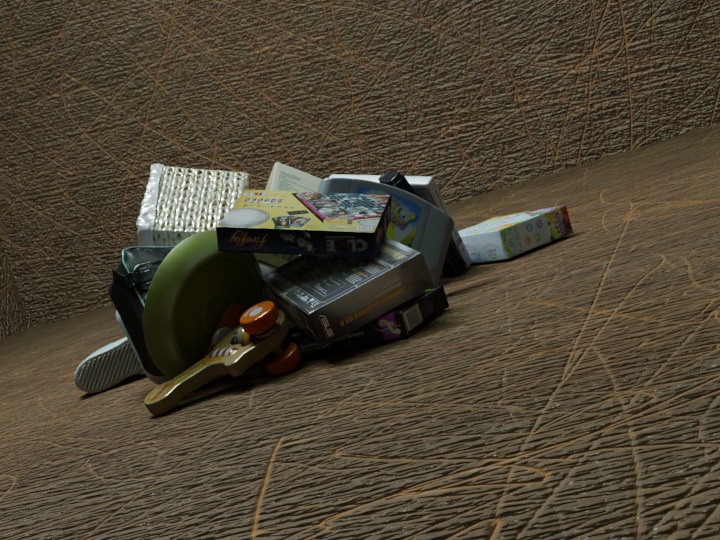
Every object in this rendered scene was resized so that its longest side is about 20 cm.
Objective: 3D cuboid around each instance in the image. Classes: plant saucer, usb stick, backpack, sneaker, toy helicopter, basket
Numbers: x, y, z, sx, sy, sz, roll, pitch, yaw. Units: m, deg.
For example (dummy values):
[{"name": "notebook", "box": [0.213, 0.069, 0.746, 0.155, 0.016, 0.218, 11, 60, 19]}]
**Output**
[{"name": "plant saucer", "box": [-0.187, 0.051, 1.424, 0.031, 0.202, 0.199, 14, 25, 39]}, {"name": "usb stick", "box": [0.095, -0.070, 1.712, 0.033, 0.200, 0.055, -48, 28, -19]}, {"name": "backpack", "box": [-0.230, 0.053, 1.546, 0.198, 0.176, 0.154, -17, -31, -32]}, {"name": "sneaker", "box": [-0.354, 0.129, 1.754, 0.198, 0.075, 0.082, -18, 8, -15]}, {"name": "toy helicopter", "box": [-0.176, 0.107, 1.360, 0.199, 0.079, 0.132, -33, 23, -11]}, {"name": "basket", "box": [-0.252, -0.032, 1.723, 0.159, 0.200, 0.201, 1, 34, -3]}]

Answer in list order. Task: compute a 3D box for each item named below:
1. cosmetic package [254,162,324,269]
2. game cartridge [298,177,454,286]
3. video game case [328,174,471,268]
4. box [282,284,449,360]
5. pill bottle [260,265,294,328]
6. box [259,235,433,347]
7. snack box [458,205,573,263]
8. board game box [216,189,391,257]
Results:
[{"name": "cosmetic package", "box": [-0.098, -0.074, 1.654, 0.104, 0.072, 0.201, 21, 27, -9]}, {"name": "game cartridge", "box": [0.026, -0.052, 1.553, 0.198, 0.135, 0.040, 17, -15, -6]}, {"name": "video game case", "box": [0.061, -0.078, 1.786, 0.198, 0.183, 0.023, 5, 49, 37]}, {"name": "box", "box": [-0.004, 0.069, 1.413, 0.198, 0.036, 0.143, -16, 5, 27]}, {"name": "pill bottle", "box": [-0.117, 0.004, 1.721, 0.112, 0.113, 0.201, -16, 35, 10]}, {"name": "box", "box": [-0.022, 0.014, 1.394, 0.157, 0.049, 0.200, -28, 21, -15]}, {"name": "snack box", "box": [0.228, -0.054, 1.825, 0.141, 0.054, 0.199, -22, 6, -28]}, {"name": "board game box", "box": [-0.067, -0.061, 1.416, 0.198, 0.035, 0.136, 3, 24, 10]}]
